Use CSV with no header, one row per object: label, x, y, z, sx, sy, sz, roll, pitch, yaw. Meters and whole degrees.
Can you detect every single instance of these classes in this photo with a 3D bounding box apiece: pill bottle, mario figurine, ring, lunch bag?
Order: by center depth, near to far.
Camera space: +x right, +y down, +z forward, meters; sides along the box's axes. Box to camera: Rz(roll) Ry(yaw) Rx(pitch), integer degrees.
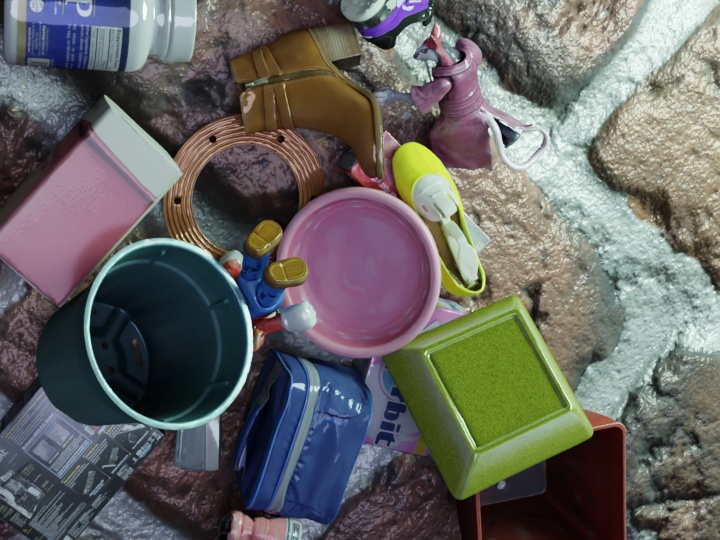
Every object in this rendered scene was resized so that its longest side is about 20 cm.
pill bottle,-0.279,-0.275,1.342,0.197,0.120,0.122,0,104,-17
mario figurine,-0.108,0.020,1.436,0.104,0.200,0.125,9,59,-16
ring,-0.137,-0.085,1.488,0.197,0.019,0.204,-4,106,-14
lunch bag,-0.083,0.204,1.518,0.131,0.136,0.203,16,101,-19

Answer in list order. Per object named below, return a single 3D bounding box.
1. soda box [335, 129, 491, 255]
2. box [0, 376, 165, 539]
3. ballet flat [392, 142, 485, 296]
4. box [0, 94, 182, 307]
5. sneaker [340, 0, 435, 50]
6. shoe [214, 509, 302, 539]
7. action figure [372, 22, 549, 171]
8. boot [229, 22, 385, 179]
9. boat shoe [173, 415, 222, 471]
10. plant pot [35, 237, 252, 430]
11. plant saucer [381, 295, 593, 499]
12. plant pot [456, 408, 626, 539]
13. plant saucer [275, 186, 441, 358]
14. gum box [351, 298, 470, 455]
soda box,0.065,-0.084,1.523,0.070,0.063,0.200,-47,112,0
box,-0.355,0.218,1.488,0.157,0.050,0.201,40,91,-21
ballet flat,0.099,-0.057,1.470,0.066,0.067,0.202,-28,109,-10
box,-0.306,-0.080,1.382,0.109,0.128,0.200,43,89,-20
sneaker,0.063,-0.341,1.457,0.201,0.069,0.100,-52,133,-9
shoe,-0.140,0.350,1.537,0.090,0.072,0.201,16,143,-11
action figure,0.114,-0.195,1.459,0.134,0.148,0.201,-48,141,-18
boot,-0.058,-0.177,1.430,0.152,0.074,0.203,-16,71,-4
boat shoe,-0.203,0.143,1.501,0.070,0.070,0.204,-1,99,-3
plant pot,-0.253,0.085,1.381,0.198,0.195,0.204,11,71,-36
plant saucer,0.155,0.137,1.478,0.197,0.048,0.202,-21,70,-19
plant pot,0.209,0.271,1.598,0.197,0.176,0.203,-8,106,-15
plant saucer,0.000,0.000,1.481,0.197,0.051,0.204,3,103,12
gum box,0.051,0.130,1.573,0.112,0.066,0.203,14,100,-18
